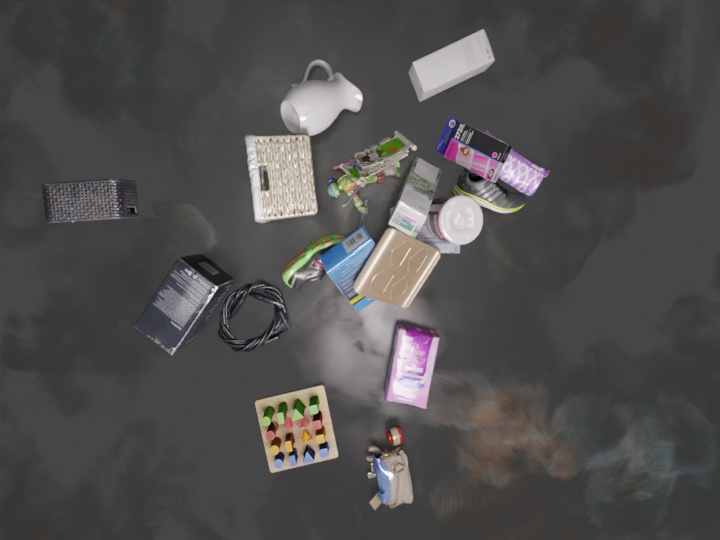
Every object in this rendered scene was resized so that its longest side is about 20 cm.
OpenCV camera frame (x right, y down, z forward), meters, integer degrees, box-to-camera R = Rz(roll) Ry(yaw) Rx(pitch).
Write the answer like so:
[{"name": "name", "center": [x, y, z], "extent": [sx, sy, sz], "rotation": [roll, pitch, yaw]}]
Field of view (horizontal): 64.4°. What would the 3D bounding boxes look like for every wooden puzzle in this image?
[{"name": "wooden puzzle", "center": [0.091, -0.007, 1.462], "extent": [0.196, 0.046, 0.188], "rotation": [20, 109, -39]}]

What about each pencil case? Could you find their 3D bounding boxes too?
[{"name": "pencil case", "center": [0.387, -0.274, 1.478], "extent": [0.195, 0.086, 0.086], "rotation": [29, 63, -3]}]

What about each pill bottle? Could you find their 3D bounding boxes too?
[{"name": "pill bottle", "center": [0.218, -0.126, 1.393], "extent": [0.106, 0.200, 0.116], "rotation": [-1, 97, -7]}]

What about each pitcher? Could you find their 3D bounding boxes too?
[{"name": "pitcher", "center": [-0.115, -0.433, 1.420], "extent": [0.198, 0.122, 0.173], "rotation": [-34, 78, -31]}]

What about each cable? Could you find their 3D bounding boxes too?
[{"name": "cable", "center": [-0.292, 0.124, 1.513], "extent": [0.194, 0.051, 0.169], "rotation": [-20, 95, 1]}]

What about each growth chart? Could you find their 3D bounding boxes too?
[{"name": "growth chart", "center": [0.042, -0.280, 1.401], "extent": [0.196, 0.144, 0.018], "rotation": [-32, 127, -13]}]

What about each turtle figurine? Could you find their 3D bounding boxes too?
[{"name": "turtle figurine", "center": [0.023, -0.204, 1.450], "extent": [0.190, 0.202, 0.146], "rotation": [-30, 130, -3]}]

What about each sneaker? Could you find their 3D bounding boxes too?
[{"name": "sneaker", "center": [0.338, -0.208, 1.477], "extent": [0.192, 0.075, 0.083], "rotation": [11, 126, -4]}, {"name": "sneaker", "center": [-0.114, -0.023, 1.503], "extent": [0.197, 0.077, 0.085], "rotation": [-36, 113, 5]}]

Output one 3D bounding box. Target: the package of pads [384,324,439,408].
[{"name": "package of pads", "center": [0.137, 0.256, 1.526], "extent": [0.116, 0.076, 0.208], "rotation": [10, 95, -5]}]

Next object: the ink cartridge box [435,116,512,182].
[{"name": "ink cartridge box", "center": [0.277, -0.309, 1.441], "extent": [0.198, 0.037, 0.097], "rotation": [36, 110, 32]}]

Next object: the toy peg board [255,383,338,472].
[{"name": "toy peg board", "center": [-0.172, 0.434, 1.521], "extent": [0.192, 0.098, 0.207], "rotation": [-12, 95, 0]}]

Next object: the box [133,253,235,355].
[{"name": "box", "center": [-0.432, 0.077, 1.429], "extent": [0.122, 0.200, 0.200], "rotation": [34, 93, -3]}]

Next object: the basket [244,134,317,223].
[{"name": "basket", "center": [-0.190, -0.228, 1.411], "extent": [0.154, 0.200, 0.207], "rotation": [-6, 96, -3]}]

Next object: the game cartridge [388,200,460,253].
[{"name": "game cartridge", "center": [0.170, -0.115, 1.513], "extent": [0.192, 0.041, 0.139], "rotation": [1, 98, -2]}]

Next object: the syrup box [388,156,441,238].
[{"name": "syrup box", "center": [0.137, -0.185, 1.423], "extent": [0.077, 0.203, 0.082], "rotation": [25, 137, -3]}]

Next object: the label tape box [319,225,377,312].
[{"name": "label tape box", "center": [0.000, 0.000, 1.486], "extent": [0.141, 0.067, 0.201], "rotation": [-35, 139, 2]}]

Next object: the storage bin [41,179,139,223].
[{"name": "storage bin", "center": [-0.671, -0.173, 1.431], "extent": [0.192, 0.135, 0.098], "rotation": [-3, 96, -1]}]

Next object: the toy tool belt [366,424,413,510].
[{"name": "toy tool belt", "center": [0.067, 0.528, 1.526], "extent": [0.118, 0.125, 0.208], "rotation": [-11, 95, -9]}]

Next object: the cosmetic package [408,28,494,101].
[{"name": "cosmetic package", "center": [0.227, -0.514, 1.444], "extent": [0.194, 0.108, 0.087], "rotation": [-24, 96, -1]}]
